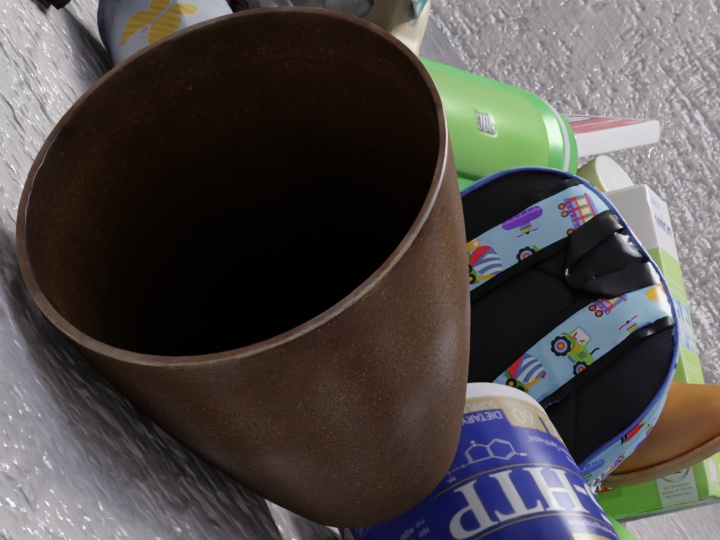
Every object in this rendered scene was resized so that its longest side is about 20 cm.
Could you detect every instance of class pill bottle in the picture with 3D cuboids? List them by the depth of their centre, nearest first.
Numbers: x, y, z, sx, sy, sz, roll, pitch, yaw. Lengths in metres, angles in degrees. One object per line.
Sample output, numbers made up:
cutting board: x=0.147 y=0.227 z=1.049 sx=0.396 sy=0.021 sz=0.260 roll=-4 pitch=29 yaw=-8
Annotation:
pill bottle: x=0.074 y=0.161 z=1.164 sx=0.120 sy=0.120 sz=0.200 roll=43 pitch=14 yaw=-49

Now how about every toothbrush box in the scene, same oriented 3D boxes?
toothbrush box: x=0.139 y=0.062 z=1.573 sx=0.086 sy=0.145 sz=0.201 roll=20 pitch=57 yaw=-73

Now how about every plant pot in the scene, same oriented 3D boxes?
plant pot: x=-0.027 y=0.021 z=1.085 sx=0.187 sy=0.186 sz=0.200 roll=61 pitch=-3 yaw=41

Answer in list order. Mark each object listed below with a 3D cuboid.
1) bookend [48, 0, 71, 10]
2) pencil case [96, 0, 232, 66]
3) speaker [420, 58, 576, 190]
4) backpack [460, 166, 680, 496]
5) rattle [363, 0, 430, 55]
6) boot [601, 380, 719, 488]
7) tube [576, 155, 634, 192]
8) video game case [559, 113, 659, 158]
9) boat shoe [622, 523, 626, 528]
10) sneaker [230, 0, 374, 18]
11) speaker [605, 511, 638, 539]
bookend: x=-0.203 y=-0.274 z=1.474 sx=0.200 sy=0.092 sz=0.199 roll=50 pitch=8 yaw=-14
pencil case: x=-0.098 y=-0.108 z=1.419 sx=0.200 sy=0.083 sz=0.091 roll=-112 pitch=177 yaw=-58
speaker: x=0.042 y=-0.078 z=1.467 sx=0.200 sy=0.088 sz=0.089 roll=11 pitch=40 yaw=-50
backpack: x=0.079 y=0.051 z=1.347 sx=0.183 sy=0.200 sz=0.134 roll=56 pitch=10 yaw=23
rattle: x=0.051 y=-0.120 z=1.569 sx=0.142 sy=0.201 sz=0.130 roll=26 pitch=20 yaw=-4
boot: x=0.126 y=0.042 z=1.456 sx=0.077 sy=0.199 sz=0.156 roll=-34 pitch=112 yaw=-45
tube: x=0.099 y=-0.006 z=1.683 sx=0.052 sy=0.200 sz=0.058 roll=20 pitch=42 yaw=-48
video game case: x=0.087 y=-0.097 z=1.708 sx=0.143 sy=0.199 sz=0.018 roll=-14 pitch=107 yaw=-59
boat shoe: x=0.128 y=0.138 z=1.710 sx=0.076 sy=0.060 sz=0.200 roll=44 pitch=-10 yaw=43
sneaker: x=-0.049 y=-0.176 z=1.564 sx=0.200 sy=0.090 sz=0.076 roll=-133 pitch=-158 yaw=-61
speaker: x=0.130 y=0.183 z=1.477 sx=0.200 sy=0.088 sz=0.089 roll=41 pitch=15 yaw=-52
